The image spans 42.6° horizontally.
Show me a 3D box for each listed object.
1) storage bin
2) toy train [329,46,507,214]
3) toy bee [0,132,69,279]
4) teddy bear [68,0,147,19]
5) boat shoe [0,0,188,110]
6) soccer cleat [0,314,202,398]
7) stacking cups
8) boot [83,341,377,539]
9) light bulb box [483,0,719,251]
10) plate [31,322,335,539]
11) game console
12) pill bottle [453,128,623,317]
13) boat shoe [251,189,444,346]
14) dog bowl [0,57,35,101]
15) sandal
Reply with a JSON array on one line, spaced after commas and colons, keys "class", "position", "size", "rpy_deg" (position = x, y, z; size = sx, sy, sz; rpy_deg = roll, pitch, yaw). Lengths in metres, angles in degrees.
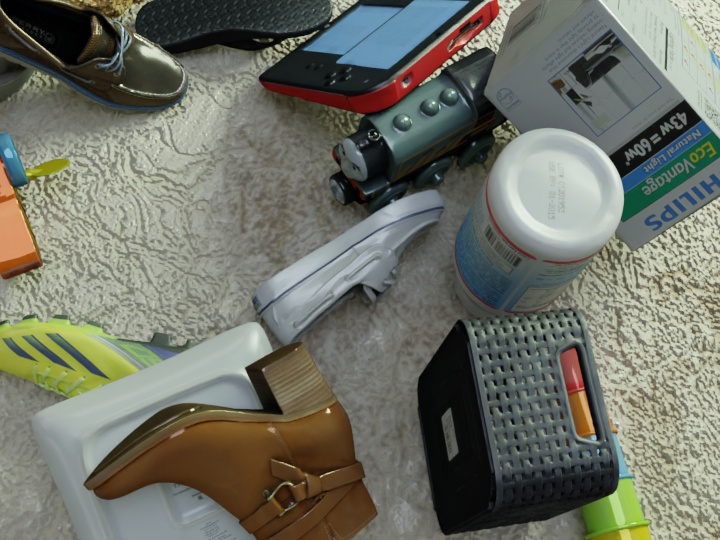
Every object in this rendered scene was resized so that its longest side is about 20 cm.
[{"class": "storage bin", "position": [0.112, 0.124, 0.725], "size": [0.092, 0.200, 0.137], "rpy_deg": [-5, 69, -10]}, {"class": "toy train", "position": [0.059, -0.130, 0.864], "size": [0.198, 0.114, 0.086], "rpy_deg": [-29, 74, -17]}, {"class": "toy bee", "position": [-0.325, -0.096, 0.819], "size": [0.129, 0.109, 0.203], "rpy_deg": [0, 93, -16]}, {"class": "teddy bear", "position": [-0.282, -0.340, 0.905], "size": [0.144, 0.067, 0.201], "rpy_deg": [15, 40, -48]}, {"class": "boat shoe", "position": [-0.245, -0.198, 0.841], "size": [0.198, 0.072, 0.073], "rpy_deg": [12, 83, -29]}, {"class": "soccer cleat", "position": [-0.222, 0.089, 0.769], "size": [0.197, 0.065, 0.085], "rpy_deg": [9, 70, -4]}, {"class": "stacking cups", "position": [0.209, 0.165, 0.801], "size": [0.060, 0.061, 0.203], "rpy_deg": [-6, 68, -10]}, {"class": "boot", "position": [-0.090, 0.165, 0.694], "size": [0.198, 0.074, 0.156], "rpy_deg": [-26, 97, -13]}, {"class": "light bulb box", "position": [0.232, -0.164, 0.823], "size": [0.200, 0.124, 0.199], "rpy_deg": [43, 36, -14]}, {"class": "plate", "position": [-0.132, 0.169, 0.735], "size": [0.197, 0.032, 0.202], "rpy_deg": [-22, 92, -16]}, {"class": "game console", "position": [0.019, -0.223, 0.884], "size": [0.200, 0.031, 0.176], "rpy_deg": [-42, 42, -24]}, {"class": "pill bottle", "position": [0.139, -0.026, 0.787], "size": [0.107, 0.200, 0.110], "rpy_deg": [3, 68, -7]}, {"class": "boat shoe", "position": [0.000, 0.000, 0.836], "size": [0.199, 0.074, 0.066], "rpy_deg": [-32, 80, -7]}, {"class": "dog bowl", "position": [-0.392, -0.239, 0.877], "size": [0.197, 0.059, 0.203], "rpy_deg": [2, 68, -6]}, {"class": "sandal", "position": [-0.125, -0.253, 0.930], "size": [0.197, 0.048, 0.076], "rpy_deg": [-6, 70, 4]}]
